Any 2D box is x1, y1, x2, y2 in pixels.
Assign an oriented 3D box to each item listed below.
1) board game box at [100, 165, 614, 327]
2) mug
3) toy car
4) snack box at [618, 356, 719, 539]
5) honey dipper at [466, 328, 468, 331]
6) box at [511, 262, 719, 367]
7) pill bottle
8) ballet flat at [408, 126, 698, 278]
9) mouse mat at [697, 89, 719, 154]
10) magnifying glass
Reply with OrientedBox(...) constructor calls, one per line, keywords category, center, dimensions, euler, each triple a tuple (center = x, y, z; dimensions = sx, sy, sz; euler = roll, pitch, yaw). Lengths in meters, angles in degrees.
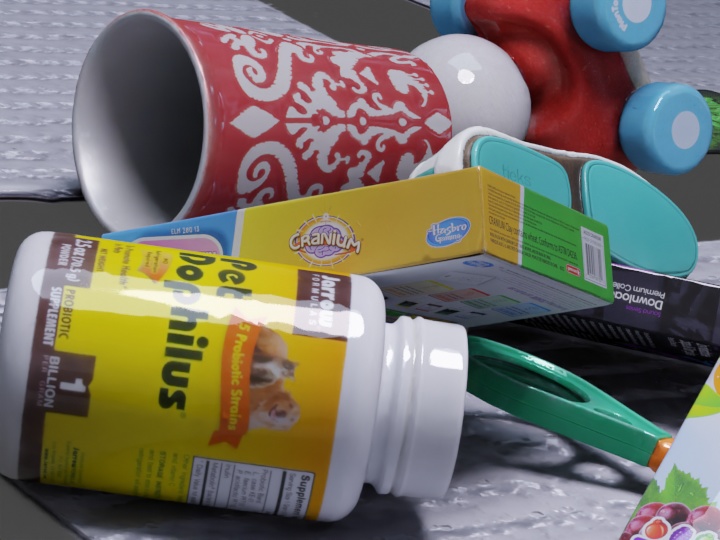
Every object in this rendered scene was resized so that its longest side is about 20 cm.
OrientedBox(category="board game box", center=(0.000, 0.000, 1.257), dimensions=(0.199, 0.041, 0.153), euler=(-9, -14, 25))
OrientedBox(category="mug", center=(-0.066, -0.090, 1.585), dimensions=(0.199, 0.134, 0.177), euler=(-1, 21, -40))
OrientedBox(category="toy car", center=(0.089, -0.102, 1.734), dimensions=(0.200, 0.178, 0.184), euler=(-36, 25, -27))
OrientedBox(category="snack box", center=(0.213, 0.117, 1.055), dimensions=(0.199, 0.053, 0.142), euler=(17, 53, 25))
OrientedBox(category="honey dipper", center=(0.023, 0.061, 1.297), dimensions=(0.038, 0.038, 0.200), euler=(11, 21, 6))
OrientedBox(category="box", center=(0.119, 0.015, 1.412), dimensions=(0.199, 0.036, 0.143), euler=(14, -4, 11))
OrientedBox(category="pill bottle", center=(-0.057, 0.049, 1.153), dimensions=(0.199, 0.110, 0.109), euler=(8, 16, -4))
OrientedBox(category="ballet flat", center=(0.102, -0.032, 1.445), dimensions=(0.199, 0.070, 0.069), euler=(17, 7, -43))
OrientedBox(category="mouse mat", center=(0.262, -0.116, 2.057), dimensions=(0.199, 0.008, 0.161), euler=(-4, 21, -40))
OrientedBox(category="magnifying glass", center=(0.126, 0.077, 1.269), dimensions=(0.199, 0.022, 0.079), euler=(28, 12, 25))
